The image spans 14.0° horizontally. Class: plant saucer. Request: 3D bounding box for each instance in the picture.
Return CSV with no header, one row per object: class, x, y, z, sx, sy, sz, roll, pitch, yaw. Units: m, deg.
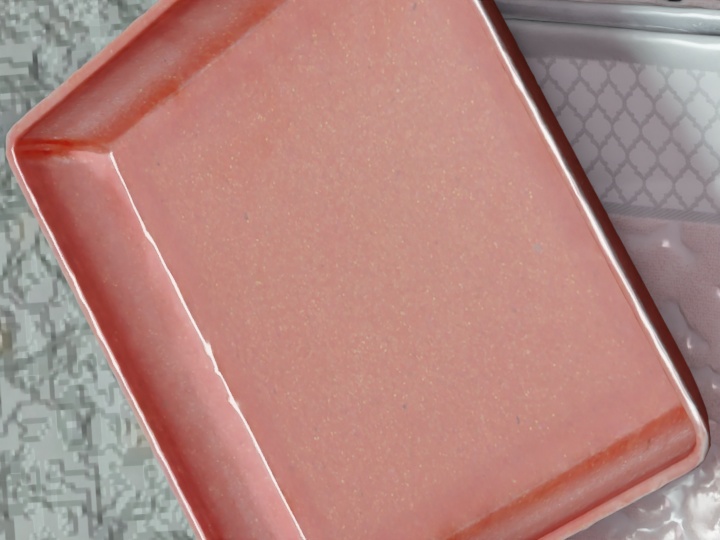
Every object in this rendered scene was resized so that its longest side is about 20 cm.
plant saucer,0.000,0.000,0.873,0.199,0.037,0.201,-34,79,42

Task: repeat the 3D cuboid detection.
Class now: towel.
towel,0.098,0.015,0.856,0.199,0.032,0.192,6,108,29
